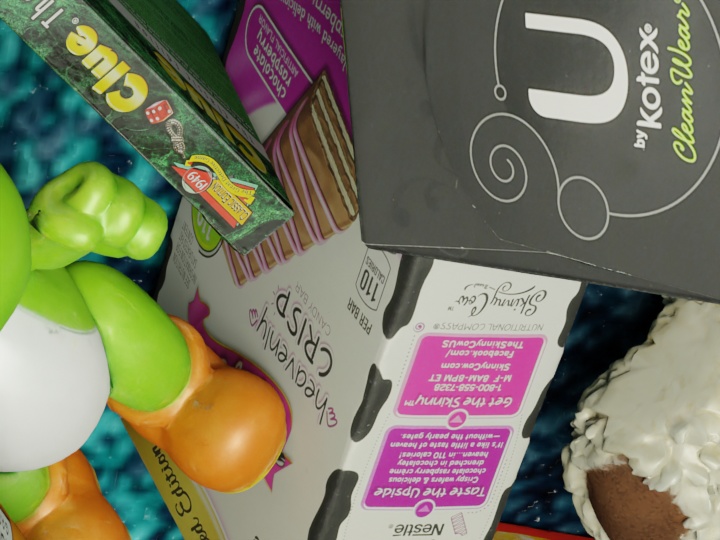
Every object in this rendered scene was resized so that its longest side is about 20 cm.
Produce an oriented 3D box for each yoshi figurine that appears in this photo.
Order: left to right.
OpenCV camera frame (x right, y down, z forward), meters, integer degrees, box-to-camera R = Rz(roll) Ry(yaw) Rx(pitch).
[{"bbox_3d":[-0.095,0.018,0.733,0.111,0.113,0.200,-5,146,29],"label":"yoshi figurine"}]

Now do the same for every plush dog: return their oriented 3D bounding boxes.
[{"bbox_3d":[0.179,0.030,0.932,0.199,0.161,0.172,-12,146,26],"label":"plush dog"}]

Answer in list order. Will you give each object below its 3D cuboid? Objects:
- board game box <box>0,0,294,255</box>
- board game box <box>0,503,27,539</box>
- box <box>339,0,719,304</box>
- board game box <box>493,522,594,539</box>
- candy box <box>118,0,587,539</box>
[{"bbox_3d":[-0.095,-0.094,0.765,0.023,0.105,0.200,-40,124,7],"label":"board game box"},{"bbox_3d":[-0.155,0.190,0.725,0.199,0.201,0.200,-12,157,2],"label":"board game box"},{"bbox_3d":[0.103,-0.090,0.682,0.199,0.124,0.149,-19,111,-43],"label":"box"},{"bbox_3d":[0.109,0.175,1.040,0.199,0.046,0.152,12,118,-23],"label":"board game box"},{"bbox_3d":[0.000,0.000,0.833,0.061,0.137,0.201,1,122,-27],"label":"candy box"}]
